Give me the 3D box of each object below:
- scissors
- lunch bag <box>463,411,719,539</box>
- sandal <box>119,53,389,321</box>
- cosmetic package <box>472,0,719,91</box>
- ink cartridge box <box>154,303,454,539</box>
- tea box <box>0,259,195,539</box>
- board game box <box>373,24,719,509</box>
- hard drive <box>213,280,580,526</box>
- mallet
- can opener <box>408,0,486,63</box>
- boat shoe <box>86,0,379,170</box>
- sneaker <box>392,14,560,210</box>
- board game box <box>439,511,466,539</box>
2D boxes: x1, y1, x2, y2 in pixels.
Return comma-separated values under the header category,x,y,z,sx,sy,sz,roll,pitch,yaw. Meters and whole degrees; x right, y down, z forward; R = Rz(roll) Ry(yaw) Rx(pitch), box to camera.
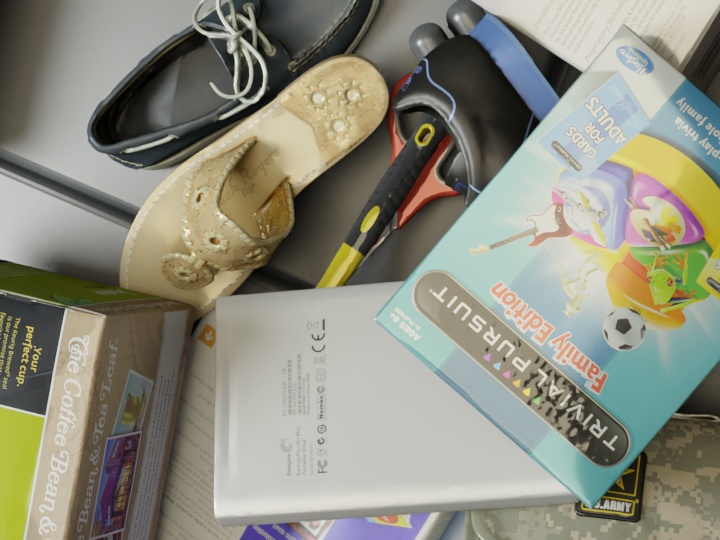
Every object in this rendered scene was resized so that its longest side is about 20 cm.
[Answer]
category,x,y,z,sx,sy,sz,roll,pitch,yaw
scissors,0.018,-0.026,1.281,0.073,0.014,0.201,26,88,6
lunch bag,0.139,0.170,1.214,0.163,0.118,0.201,5,92,8
sandal,-0.068,-0.044,1.258,0.212,0.070,0.078,-44,96,8
cosmetic package,0.113,-0.172,1.218,0.200,0.108,0.085,34,102,15
ink cartridge box,-0.063,0.156,1.302,0.198,0.043,0.200,35,98,21
tea box,-0.222,0.099,1.250,0.196,0.134,0.201,13,95,18
board game box,0.128,-0.002,1.125,0.151,0.047,0.200,40,92,3
hard drive,0.018,0.070,1.200,0.199,0.026,0.132,-5,67,8
mallet,0.000,0.000,1.259,0.066,0.041,0.200,39,90,16
can opener,0.100,-0.064,1.240,0.053,0.067,0.200,-33,94,0
boat shoe,-0.079,-0.129,1.303,0.199,0.062,0.075,-28,81,16
sneaker,0.100,-0.041,1.185,0.078,0.070,0.200,-37,83,0
board game box,0.010,0.216,1.309,0.103,0.019,0.201,33,100,12
